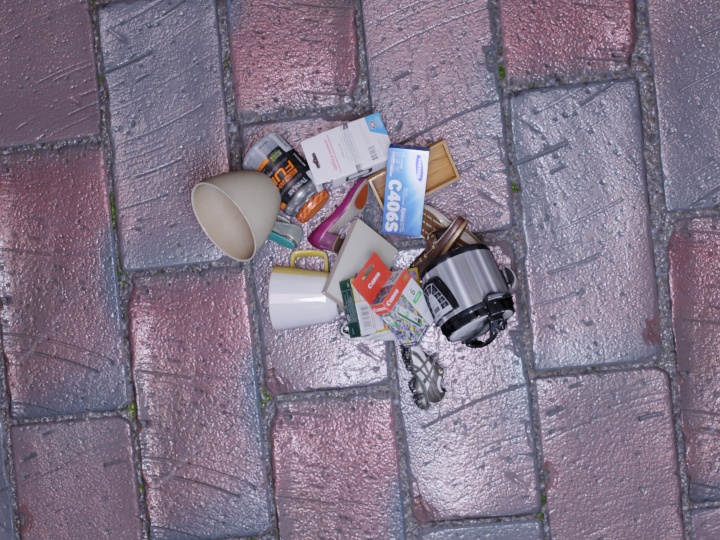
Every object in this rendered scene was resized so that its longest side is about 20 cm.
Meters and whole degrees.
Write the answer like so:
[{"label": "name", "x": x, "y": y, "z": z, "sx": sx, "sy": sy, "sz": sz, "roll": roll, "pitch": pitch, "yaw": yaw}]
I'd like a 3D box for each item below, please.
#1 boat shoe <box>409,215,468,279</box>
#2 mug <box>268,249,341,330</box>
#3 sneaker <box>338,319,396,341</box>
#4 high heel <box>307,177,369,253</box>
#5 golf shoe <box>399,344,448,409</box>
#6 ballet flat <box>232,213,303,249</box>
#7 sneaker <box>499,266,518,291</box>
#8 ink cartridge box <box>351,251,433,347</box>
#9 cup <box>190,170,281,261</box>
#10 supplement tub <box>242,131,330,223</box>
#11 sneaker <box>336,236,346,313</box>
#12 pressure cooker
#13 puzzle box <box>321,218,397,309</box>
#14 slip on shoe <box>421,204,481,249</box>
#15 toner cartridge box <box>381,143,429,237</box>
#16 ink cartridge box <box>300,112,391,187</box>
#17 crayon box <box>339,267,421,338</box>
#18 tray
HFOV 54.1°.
[{"label": "boat shoe", "x": 0.174, "y": -0.054, "z": 1.616, "sx": 0.070, "sy": 0.070, "sz": 0.201, "roll": 40, "pitch": 129, "yaw": 11}, {"label": "mug", "x": -0.123, "y": 0.044, "z": 1.635, "sx": 0.150, "sy": 0.149, "sz": 0.191, "roll": -1, "pitch": 89, "yaw": 8}, {"label": "sneaker", "x": 0.044, "y": 0.136, "z": 1.666, "sx": 0.196, "sy": 0.071, "sz": 0.074, "roll": -11, "pitch": 90, "yaw": 2}, {"label": "high heel", "x": -0.054, "y": -0.142, "z": 1.684, "sx": 0.095, "sy": 0.067, "sz": 0.202, "roll": 21, "pitch": 76, "yaw": 35}, {"label": "golf shoe", "x": 0.150, "y": 0.221, "z": 1.661, "sx": 0.093, "sy": 0.078, "sz": 0.203, "roll": -16, "pitch": 105, "yaw": -8}, {"label": "ballet flat", "x": -0.231, "y": -0.111, "z": 1.698, "sx": 0.197, "sy": 0.068, "sz": 0.065, "roll": 20, "pitch": 65, "yaw": 3}, {"label": "sneaker", "x": 0.277, "y": 0.053, "z": 1.650, "sx": 0.197, "sy": 0.081, "sz": 0.077, "roll": -19, "pitch": 74, "yaw": 23}, {"label": "ink cartridge box", "x": 0.079, "y": 0.061, "z": 1.554, "sx": 0.201, "sy": 0.050, "sz": 0.109, "roll": 49, "pitch": 56, "yaw": -19}, {"label": "cup", "x": -0.261, "y": -0.143, "z": 1.585, "sx": 0.200, "sy": 0.200, "sz": 0.143, "roll": 46, "pitch": 55, "yaw": 3}, {"label": "supplement tub", "x": -0.172, "y": -0.214, "z": 1.654, "sx": 0.200, "sy": 0.123, "sz": 0.123, "roll": 45, "pitch": 93, "yaw": 3}, {"label": "sneaker", "x": -0.005, "y": 0.007, "z": 1.679, "sx": 0.084, "sy": 0.078, "sz": 0.204, "roll": -1, "pitch": 83, "yaw": -31}, {"label": "pressure cooker", "x": 0.239, "y": 0.064, "z": 1.524, "sx": 0.177, "sy": 0.175, "sz": 0.203, "roll": -28, "pitch": 70, "yaw": 19}, {"label": "puzzle box", "x": 0.000, "y": 0.000, "z": 1.620, "sx": 0.132, "sy": 0.025, "sz": 0.202, "roll": 37, "pitch": 62, "yaw": -26}, {"label": "slip on shoe", "x": 0.209, "y": -0.090, "z": 1.662, "sx": 0.199, "sy": 0.060, "sz": 0.077, "roll": 36, "pitch": 128, "yaw": 19}, {"label": "toner cartridge box", "x": 0.103, "y": -0.182, "z": 1.617, "sx": 0.093, "sy": 0.043, "sz": 0.204, "roll": 6, "pitch": 112, "yaw": 5}, {"label": "ink cartridge box", "x": -0.030, "y": -0.274, "z": 1.647, "sx": 0.197, "sy": 0.068, "sz": 0.118, "roll": -21, "pitch": 81, "yaw": -6}, {"label": "crayon box", "x": 0.053, "y": 0.071, "z": 1.598, "sx": 0.197, "sy": 0.051, "sz": 0.128, "roll": -9, "pitch": 86, "yaw": -37}, {"label": "tray", "x": 0.125, "y": -0.218, "z": 1.661, "sx": 0.198, "sy": 0.037, "sz": 0.100, "roll": -27, "pitch": 109, "yaw": 5}]
